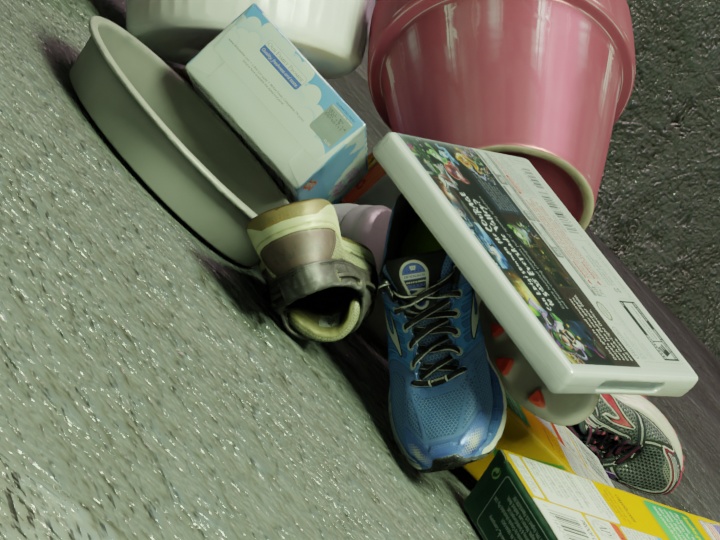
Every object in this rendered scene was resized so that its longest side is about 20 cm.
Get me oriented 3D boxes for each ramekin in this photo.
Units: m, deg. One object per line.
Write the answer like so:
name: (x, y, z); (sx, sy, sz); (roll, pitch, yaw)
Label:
ramekin: (-0.081, -0.207, 1.823); (0.199, 0.098, 0.200); (7, -6, 1)

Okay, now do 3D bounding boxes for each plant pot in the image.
plant pot: (0.102, -0.111, 1.752); (0.200, 0.199, 0.180); (41, 35, -36)

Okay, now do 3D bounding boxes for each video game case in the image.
video game case: (0.112, -0.002, 1.545); (0.200, 0.023, 0.182); (54, 23, 23)

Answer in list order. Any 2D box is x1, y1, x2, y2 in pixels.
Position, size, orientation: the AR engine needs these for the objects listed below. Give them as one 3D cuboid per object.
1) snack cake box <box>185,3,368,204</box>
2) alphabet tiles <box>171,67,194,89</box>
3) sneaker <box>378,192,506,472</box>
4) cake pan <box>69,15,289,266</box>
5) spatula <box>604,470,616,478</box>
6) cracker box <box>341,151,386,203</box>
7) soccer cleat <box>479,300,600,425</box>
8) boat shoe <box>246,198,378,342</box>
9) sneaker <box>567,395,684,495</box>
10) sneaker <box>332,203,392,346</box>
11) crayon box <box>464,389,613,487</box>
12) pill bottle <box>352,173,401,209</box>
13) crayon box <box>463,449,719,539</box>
snack cake box: (-0.055, -0.104, 1.712); (0.115, 0.067, 0.200); (47, -4, 5)
alphabet tiles: (-0.077, -0.079, 1.866); (0.200, 0.008, 0.167); (49, 8, 3)
sneaker: (0.041, 0.034, 1.525); (0.089, 0.078, 0.201); (59, 20, -52)
cake pan: (-0.114, -0.079, 1.567); (0.200, 0.037, 0.200); (47, 8, -9)
spatula: (0.101, 0.113, 1.769); (0.200, 0.056, 0.021); (36, 57, -28)
cracker box: (0.074, -0.001, 2.091); (0.200, 0.058, 0.134); (44, 10, -28)
soccer cleat: (0.101, 0.027, 1.618); (0.200, 0.069, 0.078); (52, 8, 31)
boat shoe: (-0.027, 0.013, 1.516); (0.201, 0.071, 0.066); (62, 16, -72)
sneaker: (0.188, 0.130, 2.034); (0.200, 0.081, 0.075); (36, 26, -20)
sneaker: (0.000, 0.000, 1.716); (0.088, 0.076, 0.200); (11, -21, 23)
crayon box: (0.098, 0.111, 1.668); (0.200, 0.052, 0.126); (45, 9, -23)
pill bottle: (0.077, 0.009, 1.866); (0.200, 0.113, 0.113); (49, 8, 0)
crayon box: (0.174, 0.193, 1.549); (0.199, 0.052, 0.126); (20, 23, -32)
